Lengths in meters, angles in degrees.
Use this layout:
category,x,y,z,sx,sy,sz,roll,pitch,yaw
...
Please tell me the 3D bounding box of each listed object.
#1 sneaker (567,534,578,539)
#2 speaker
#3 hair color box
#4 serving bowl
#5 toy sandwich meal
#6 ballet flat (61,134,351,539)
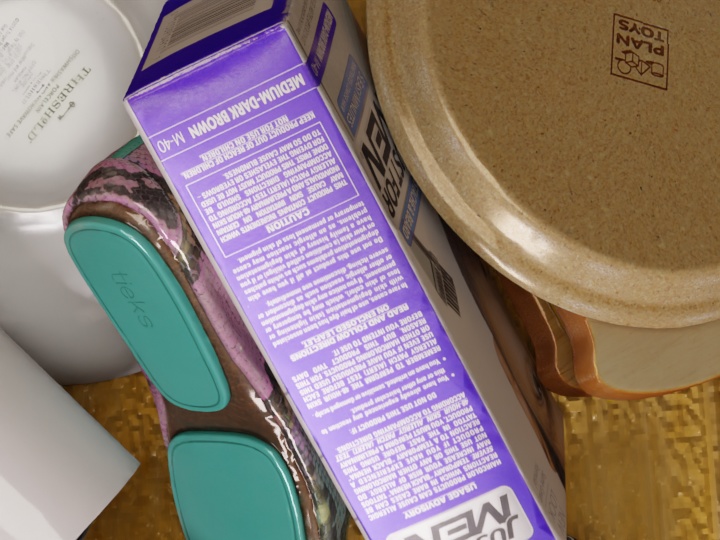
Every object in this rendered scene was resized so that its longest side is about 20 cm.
category,x,y,z,sx,sy,sz,roll,pitch,yaw
sneaker,0.040,0.188,0.952,0.080,0.086,0.201,27,87,2
speaker,-0.170,0.027,0.935,0.200,0.081,0.081,44,89,-3
hair color box,0.000,0.000,0.918,0.065,0.109,0.201,-23,109,12
serving bowl,-0.113,-0.060,0.984,0.199,0.066,0.201,0,86,3
toy sandwich meal,0.083,-0.057,0.955,0.204,0.070,0.206,9,67,-22
ballet flat,-0.040,0.038,0.955,0.069,0.071,0.201,3,127,38
